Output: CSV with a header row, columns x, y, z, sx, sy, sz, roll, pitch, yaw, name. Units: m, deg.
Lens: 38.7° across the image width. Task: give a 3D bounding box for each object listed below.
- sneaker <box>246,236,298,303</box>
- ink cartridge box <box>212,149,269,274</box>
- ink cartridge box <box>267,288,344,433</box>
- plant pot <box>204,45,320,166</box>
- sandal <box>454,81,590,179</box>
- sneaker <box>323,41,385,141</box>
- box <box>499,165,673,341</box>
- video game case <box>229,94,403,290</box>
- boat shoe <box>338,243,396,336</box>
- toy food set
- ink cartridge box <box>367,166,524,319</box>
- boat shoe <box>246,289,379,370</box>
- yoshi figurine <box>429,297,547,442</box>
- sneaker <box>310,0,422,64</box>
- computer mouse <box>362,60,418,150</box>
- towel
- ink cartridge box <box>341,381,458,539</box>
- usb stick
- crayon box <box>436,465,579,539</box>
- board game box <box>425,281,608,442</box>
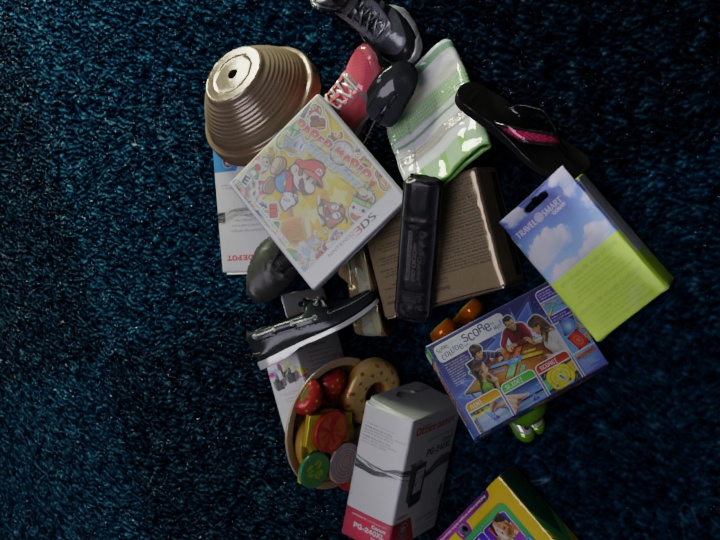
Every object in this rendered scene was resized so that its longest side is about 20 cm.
x,y,z,sx,sy,sz,roll,pitch,yaw,name
-0.095,-0.037,1.471,0.076,0.091,0.201,38,89,-9,sneaker
-0.144,-0.099,1.582,0.143,0.084,0.204,-1,94,33,ink cartridge box
-0.083,0.136,1.550,0.067,0.115,0.203,-19,84,34,ink cartridge box
-0.165,-0.264,1.519,0.198,0.093,0.203,-18,53,25,plant pot
0.211,-0.185,1.315,0.199,0.075,0.045,35,137,2,sandal
-0.025,-0.231,1.459,0.074,0.086,0.202,51,136,29,sneaker
0.287,-0.025,1.308,0.122,0.048,0.201,-43,84,29,box
-0.060,-0.108,1.412,0.182,0.023,0.201,-43,75,11,video game case
0.000,0.000,1.505,0.066,0.074,0.203,-9,90,28,boat shoe
-0.026,0.224,1.477,0.048,0.198,0.201,15,101,45,toy food set
0.111,-0.037,1.426,0.198,0.075,0.167,-16,87,33,ink cartridge box
-0.069,0.071,1.453,0.198,0.076,0.061,-28,90,0,boat shoe
0.187,0.136,1.379,0.112,0.112,0.201,-40,81,19,yoshi figurine
-0.003,-0.364,1.442,0.201,0.113,0.076,51,119,18,sneaker
0.017,-0.198,1.415,0.058,0.034,0.202,27,102,-16,computer mouse
0.095,-0.204,1.396,0.149,0.030,0.202,-40,47,30,towel
0.059,0.275,1.453,0.083,0.144,0.203,19,105,31,ink cartridge box
0.077,-0.029,1.367,0.055,0.033,0.203,8,111,13,usb stick
0.201,0.406,1.427,0.173,0.058,0.201,48,118,18,crayon box
0.201,0.114,1.328,0.198,0.035,0.137,-26,69,-9,board game box
